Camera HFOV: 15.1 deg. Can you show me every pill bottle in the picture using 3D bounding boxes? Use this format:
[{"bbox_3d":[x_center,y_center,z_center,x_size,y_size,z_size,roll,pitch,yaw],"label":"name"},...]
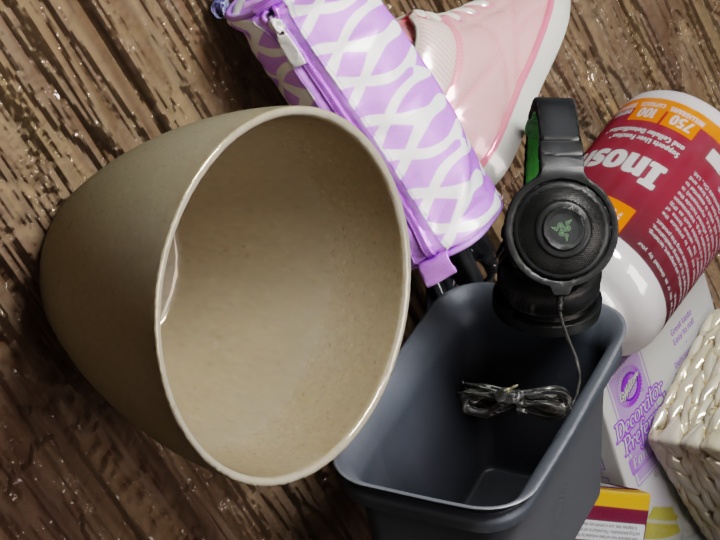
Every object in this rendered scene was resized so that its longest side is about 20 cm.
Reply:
[{"bbox_3d":[0.172,-0.018,1.802,0.200,0.113,0.113,-51,131,-32],"label":"pill bottle"}]

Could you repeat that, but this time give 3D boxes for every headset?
[{"bbox_3d":[0.098,-0.006,1.580,0.124,0.093,0.201,94,-5,-61],"label":"headset"}]

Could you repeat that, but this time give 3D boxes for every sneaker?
[{"bbox_3d":[0.061,-0.144,1.678,0.104,0.075,0.201,37,48,-19],"label":"sneaker"}]

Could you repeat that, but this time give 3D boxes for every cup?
[{"bbox_3d":[-0.090,0.007,1.472,0.200,0.143,0.202,-11,104,-49],"label":"cup"}]

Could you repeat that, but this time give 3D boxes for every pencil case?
[{"bbox_3d":[0.003,-0.094,1.564,0.200,0.084,0.086,54,18,-15],"label":"pencil case"}]

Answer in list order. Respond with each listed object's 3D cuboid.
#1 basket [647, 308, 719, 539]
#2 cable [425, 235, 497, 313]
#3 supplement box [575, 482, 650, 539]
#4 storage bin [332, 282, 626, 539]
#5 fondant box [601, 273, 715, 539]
[{"bbox_3d":[0.301,0.129,1.885,0.136,0.123,0.200,-59,136,-27],"label":"basket"},{"bbox_3d":[0.000,0.000,1.659,0.163,0.051,0.200,-53,129,-19],"label":"cable"},{"bbox_3d":[0.116,0.236,1.799,0.110,0.085,0.201,11,88,-52],"label":"supplement box"},{"bbox_3d":[0.069,0.121,1.624,0.200,0.145,0.135,-54,146,-47],"label":"storage bin"},{"bbox_3d":[0.206,0.119,1.909,0.144,0.058,0.201,-45,127,-36],"label":"fondant box"}]
